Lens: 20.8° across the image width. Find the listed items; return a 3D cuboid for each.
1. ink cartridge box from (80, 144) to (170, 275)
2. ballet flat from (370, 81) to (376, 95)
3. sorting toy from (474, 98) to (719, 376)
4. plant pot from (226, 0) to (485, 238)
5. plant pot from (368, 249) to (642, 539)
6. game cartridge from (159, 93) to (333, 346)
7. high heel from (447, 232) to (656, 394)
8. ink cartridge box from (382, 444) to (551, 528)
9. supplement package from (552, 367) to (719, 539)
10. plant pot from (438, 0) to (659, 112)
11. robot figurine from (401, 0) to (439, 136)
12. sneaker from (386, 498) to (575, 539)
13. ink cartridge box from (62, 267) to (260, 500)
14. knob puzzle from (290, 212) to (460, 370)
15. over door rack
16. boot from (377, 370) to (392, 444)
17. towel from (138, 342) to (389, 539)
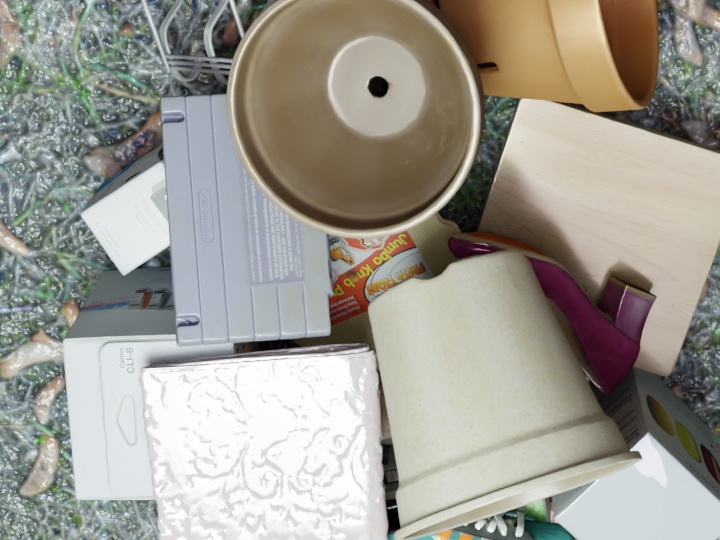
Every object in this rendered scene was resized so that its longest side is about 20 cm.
[{"bbox_3d":[-0.131,-0.088,1.666,0.199,0.116,0.068,-32,102,10],"label":"ink cartridge box"},{"bbox_3d":[-0.022,-0.209,1.590,0.073,0.073,0.201,-8,112,6],"label":"ballet flat"},{"bbox_3d":[0.202,-0.037,1.688,0.199,0.070,0.200,17,107,-2],"label":"sorting toy"},{"bbox_3d":[0.004,-0.132,1.518,0.199,0.093,0.202,5,108,15],"label":"plant pot"},{"bbox_3d":[0.094,0.091,1.519,0.199,0.200,0.185,-20,79,9],"label":"plant pot"},{"bbox_3d":[-0.091,-0.043,1.569,0.129,0.038,0.201,-3,81,-11],"label":"game cartridge"},{"bbox_3d":[0.148,0.034,1.628,0.199,0.067,0.096,18,98,-27],"label":"high heel"},{"bbox_3d":[0.065,0.205,1.728,0.199,0.146,0.085,-10,106,5],"label":"ink cartridge box"},{"bbox_3d":[0.237,0.173,1.681,0.114,0.200,0.110,43,105,-10],"label":"supplement package"},{"bbox_3d":[0.149,-0.221,1.581,0.139,0.200,0.201,-6,107,21],"label":"plant pot"},{"bbox_3d":[0.051,-0.181,1.617,0.058,0.145,0.201,4,112,22],"label":"robot figurine"},{"bbox_3d":[0.079,0.215,1.618,0.198,0.071,0.080,-3,109,5],"label":"sneaker"},{"bbox_3d":[-0.164,0.093,1.678,0.144,0.200,0.146,-2,107,4],"label":"ink cartridge box"},{"bbox_3d":[0.000,0.000,1.659,0.218,0.031,0.221,5,119,9],"label":"knob puzzle"},{"bbox_3d":[-0.137,-0.243,1.596,0.067,0.147,0.201,-44,121,-26],"label":"over door rack"},{"bbox_3d":[0.064,0.119,1.729,0.145,0.200,0.071,0,100,-34],"label":"boot"},{"bbox_3d":[-0.075,0.161,1.578,0.190,0.032,0.201,-3,105,3],"label":"towel"}]
